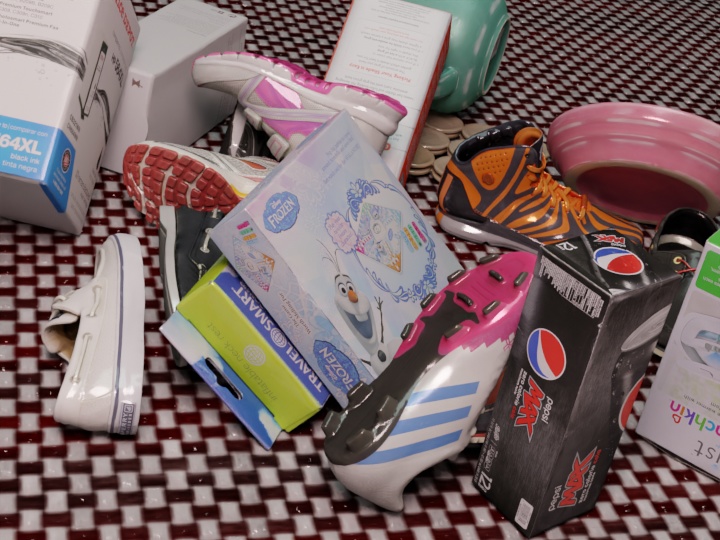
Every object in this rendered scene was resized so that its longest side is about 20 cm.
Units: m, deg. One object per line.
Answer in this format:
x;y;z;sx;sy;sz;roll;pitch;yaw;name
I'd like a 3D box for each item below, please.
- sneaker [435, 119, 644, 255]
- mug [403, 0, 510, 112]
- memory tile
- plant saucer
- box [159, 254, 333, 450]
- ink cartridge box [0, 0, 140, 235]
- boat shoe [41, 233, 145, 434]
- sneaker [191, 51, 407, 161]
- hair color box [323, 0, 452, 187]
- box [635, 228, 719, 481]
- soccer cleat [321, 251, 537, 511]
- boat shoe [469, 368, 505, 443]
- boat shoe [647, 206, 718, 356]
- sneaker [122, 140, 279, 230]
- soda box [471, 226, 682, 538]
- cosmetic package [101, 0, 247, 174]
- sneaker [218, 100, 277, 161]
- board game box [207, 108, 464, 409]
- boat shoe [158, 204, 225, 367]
0.173;-0.071;1.128;0.200;0.112;0.078;11;32;0;sneaker
0.088;-0.233;1.311;0.114;0.152;0.185;20;76;11;mug
0.092;-0.127;1.281;0.200;0.017;0.153;19;32;12;memory tile
0.273;-0.094;1.168;0.200;0.201;0.051;14;75;5;plant saucer
-0.055;0.027;0.910;0.122;0.048;0.200;49;32;-10;box
-0.252;-0.149;0.995;0.084;0.146;0.200;13;76;2;ink cartridge box
-0.194;0.039;0.883;0.070;0.071;0.200;5;39;-14;boat shoe
-0.064;-0.137;1.082;0.200;0.088;0.081;21;11;14;sneaker
0.014;-0.163;1.174;0.101;0.061;0.200;16;68;7;hair color box
0.317;0.040;0.938;0.097;0.177;0.200;29;36;26;box
0.059;0.074;0.822;0.200;0.086;0.070;-44;34;-11;soccer cleat
0.125;0.074;0.917;0.071;0.063;0.200;14;25;43;boat shoe
0.283;0.009;1.087;0.074;0.063;0.201;19;34;6;boat shoe
-0.113;-0.065;1.075;0.200;0.078;0.082;20;27;-4;sneaker
0.138;0.075;0.801;0.071;0.200;0.063;-14;41;-35;soda box
-0.191;-0.181;1.189;0.081;0.113;0.200;21;31;14;cosmetic package
-0.082;-0.136;1.188;0.086;0.080;0.200;22;37;-3;sneaker
0.000;0.000;0.918;0.199;0.043;0.200;54;32;-11;board game box
-0.124;0.004;0.951;0.060;0.076;0.200;-2;35;-11;boat shoe
